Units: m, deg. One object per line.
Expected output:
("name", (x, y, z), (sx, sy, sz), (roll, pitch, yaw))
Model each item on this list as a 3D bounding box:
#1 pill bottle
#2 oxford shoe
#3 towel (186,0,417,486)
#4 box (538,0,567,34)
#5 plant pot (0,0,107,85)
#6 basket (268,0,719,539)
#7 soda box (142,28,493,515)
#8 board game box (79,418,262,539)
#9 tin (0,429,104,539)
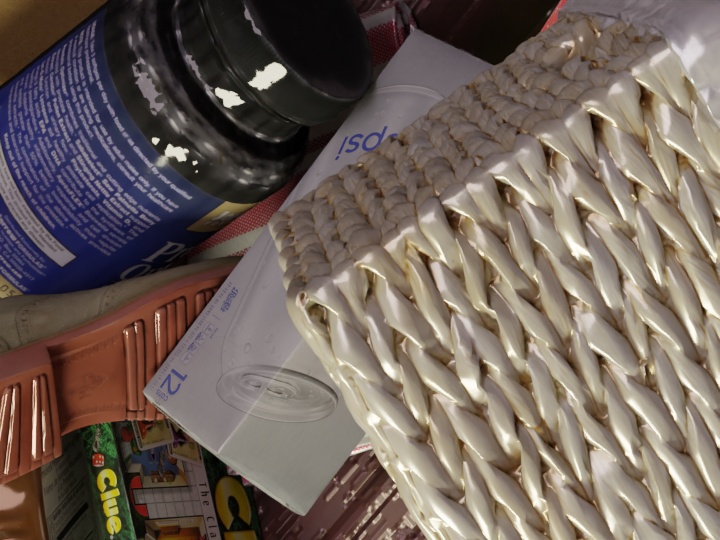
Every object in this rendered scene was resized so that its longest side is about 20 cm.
("pill bottle", (-0.095, -0.063, 0.923), (0.200, 0.112, 0.112), (-32, 71, 31))
("oxford shoe", (-0.117, 0.027, 0.899), (0.074, 0.199, 0.071), (36, 131, 38))
("towel", (-0.018, -0.011, 0.982), (0.146, 0.030, 0.201), (-19, 74, 29))
("box", (0.101, -0.021, 0.841), (0.103, 0.094, 0.201), (38, 97, 45))
("plant pot", (-0.141, -0.124, 0.955), (0.199, 0.200, 0.028), (-28, 46, 27))
("basket", (0.083, 0.026, 0.680), (0.160, 0.198, 0.201), (-31, 100, 2))
("soda box", (0.000, 0.000, 0.888), (0.200, 0.068, 0.063), (-53, 44, -5))
("board game box", (-0.078, 0.139, 0.962), (0.023, 0.105, 0.201), (-20, 77, 25))
("tin", (-0.143, 0.147, 0.959), (0.042, 0.112, 0.201), (-8, 99, 3))
